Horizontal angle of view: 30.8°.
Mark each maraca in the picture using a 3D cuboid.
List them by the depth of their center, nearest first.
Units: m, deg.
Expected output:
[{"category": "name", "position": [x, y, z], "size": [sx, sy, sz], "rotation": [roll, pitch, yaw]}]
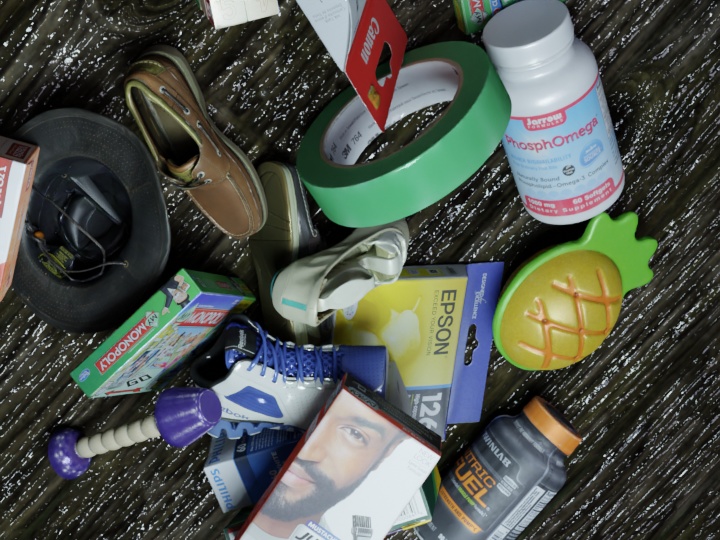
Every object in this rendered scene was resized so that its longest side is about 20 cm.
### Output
[{"category": "maraca", "position": [0.223, 0.023, 1.360], "size": [0.200, 0.107, 0.137], "rotation": [-43, 128, 5]}]

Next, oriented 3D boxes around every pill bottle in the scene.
[{"category": "pill bottle", "position": [0.182, -0.152, 1.250], "size": [0.108, 0.109, 0.201], "rotation": [-27, 126, -4]}, {"category": "pill bottle", "position": [0.155, 0.234, 1.442], "size": [0.106, 0.106, 0.200], "rotation": [36, 100, -29]}]

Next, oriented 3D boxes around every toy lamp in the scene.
[{"category": "toy lamp", "position": [-0.215, 0.153, 1.249], "size": [0.198, 0.059, 0.058], "rotation": [-19, 126, 31]}]

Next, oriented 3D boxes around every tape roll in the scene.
[{"category": "tape roll", "position": [0.037, -0.125, 1.171], "size": [0.199, 0.201, 0.048], "rotation": [-35, 121, 1]}]

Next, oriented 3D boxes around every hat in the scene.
[{"category": "hat", "position": [-0.237, -0.049, 1.171], "size": [0.198, 0.081, 0.204], "rotation": [6, 106, 20]}]

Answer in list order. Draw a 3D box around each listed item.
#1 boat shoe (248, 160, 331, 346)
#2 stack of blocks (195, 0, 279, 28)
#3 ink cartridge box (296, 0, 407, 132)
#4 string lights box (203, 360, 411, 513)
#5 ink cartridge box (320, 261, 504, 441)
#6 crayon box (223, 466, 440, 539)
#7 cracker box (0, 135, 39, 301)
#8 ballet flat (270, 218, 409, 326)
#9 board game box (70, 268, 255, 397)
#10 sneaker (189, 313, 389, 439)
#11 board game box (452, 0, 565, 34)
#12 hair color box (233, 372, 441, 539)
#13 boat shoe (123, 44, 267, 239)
[{"category": "boat shoe", "position": [-0.063, -0.014, 1.274], "size": [0.066, 0.071, 0.204], "rotation": [-20, 116, -37]}, {"category": "stack of blocks", "position": [-0.123, -0.316, 1.073], "size": [0.058, 0.115, 0.202], "rotation": [-15, 120, -10]}, {"category": "ink cartridge box", "position": [-0.001, -0.246, 1.125], "size": [0.050, 0.162, 0.201], "rotation": [-19, 124, 28]}, {"category": "string lights box", "position": [-0.050, 0.164, 1.303], "size": [0.198, 0.103, 0.060], "rotation": [-17, 114, 11]}, {"category": "ink cartridge box", "position": [0.054, 0.090, 1.374], "size": [0.197, 0.047, 0.200], "rotation": [-1, 115, -16]}, {"category": "crayon box", "position": [-0.023, 0.235, 1.319], "size": [0.198, 0.173, 0.059], "rotation": [-19, 92, 7]}, {"category": "cracker box", "position": [-0.386, -0.064, 1.112], "size": [0.197, 0.058, 0.136], "rotation": [15, 110, -7]}, {"category": "ballet flat", "position": [0.000, 0.000, 1.245], "size": [0.199, 0.069, 0.070], "rotation": [-31, 128, -42]}, {"category": "board game box", "position": [-0.175, 0.058, 1.200], "size": [0.134, 0.200, 0.029], "rotation": [-42, 82, 5]}, {"category": "sneaker", "position": [-0.076, 0.097, 1.226], "size": [0.197, 0.081, 0.116], "rotation": [-9, 140, 11]}, {"category": "board game box", "position": [0.136, -0.334, 1.202], "size": [0.133, 0.029, 0.202], "rotation": [-19, 120, -8]}, {"category": "hair color box", "position": [-0.025, 0.210, 1.192], "size": [0.110, 0.064, 0.201], "rotation": [33, 100, -2]}, {"category": "boat shoe", "position": [-0.155, -0.101, 1.183], "size": [0.071, 0.068, 0.201], "rotation": [-19, 118, 27]}]
